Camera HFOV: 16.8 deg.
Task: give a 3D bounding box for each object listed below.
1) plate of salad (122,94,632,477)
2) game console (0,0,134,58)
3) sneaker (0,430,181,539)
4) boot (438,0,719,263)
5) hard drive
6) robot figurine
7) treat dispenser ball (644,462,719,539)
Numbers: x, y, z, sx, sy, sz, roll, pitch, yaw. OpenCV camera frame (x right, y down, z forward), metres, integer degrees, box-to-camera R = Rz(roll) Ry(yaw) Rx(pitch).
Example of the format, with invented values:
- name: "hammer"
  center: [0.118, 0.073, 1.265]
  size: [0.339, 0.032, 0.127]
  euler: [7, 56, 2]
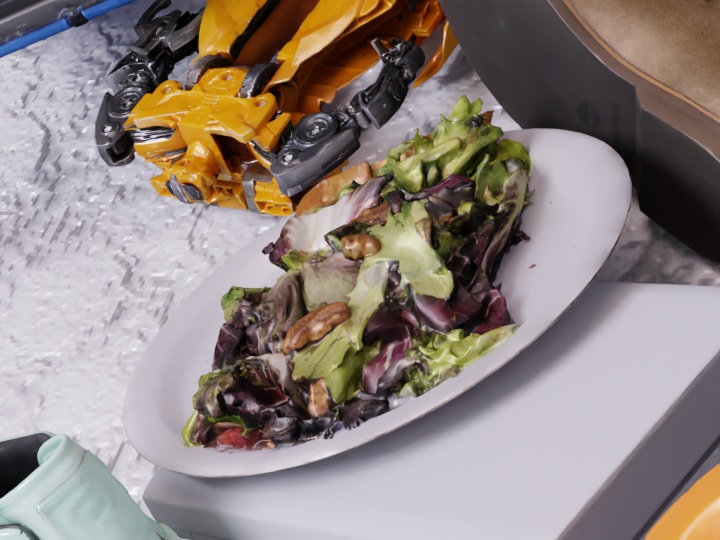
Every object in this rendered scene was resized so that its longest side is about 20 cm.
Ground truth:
- name: "plate of salad"
  center: [0.000, 0.000, 0.854]
  size: [0.199, 0.048, 0.200]
  euler: [-23, 25, 11]
- name: "game console"
  center: [-0.112, -0.186, 1.050]
  size: [0.169, 0.119, 0.200]
  euler: [-22, 15, 7]
- name: "sneaker"
  center: [-0.060, 0.111, 0.779]
  size: [0.199, 0.119, 0.074]
  euler: [8, 50, 32]
- name: "boot"
  center: [0.102, -0.083, 0.920]
  size: [0.075, 0.074, 0.200]
  euler: [-32, 56, -23]
- name: "hard drive"
  center: [0.032, 0.050, 0.811]
  size: [0.199, 0.026, 0.132]
  euler: [3, 39, 49]
- name: "robot figurine"
  center: [-0.020, -0.096, 1.009]
  size: [0.144, 0.058, 0.201]
  euler: [10, 53, 36]
- name: "treat dispenser ball"
  center: [0.148, 0.128, 0.589]
  size: [0.199, 0.202, 0.202]
  euler: [-15, 43, 14]
